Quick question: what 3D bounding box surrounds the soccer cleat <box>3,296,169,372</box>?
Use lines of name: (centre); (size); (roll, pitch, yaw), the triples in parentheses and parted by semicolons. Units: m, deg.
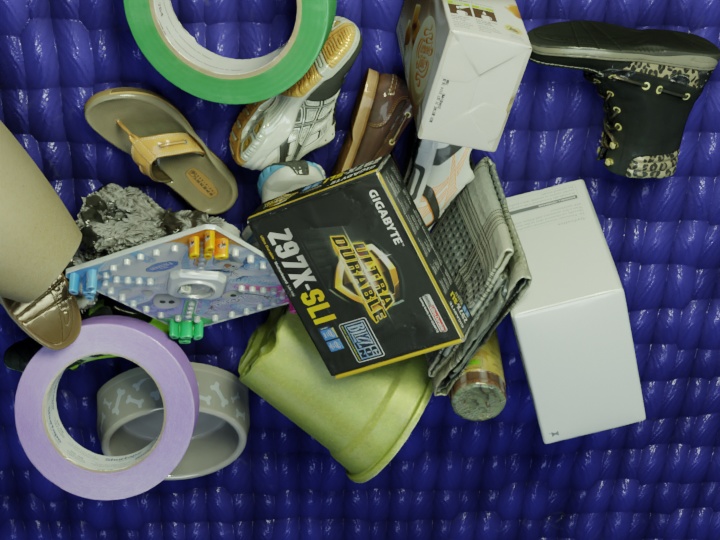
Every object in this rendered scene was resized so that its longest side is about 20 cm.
soccer cleat: (-0.320, 0.073, 1.503); (0.199, 0.068, 0.081); (-8, 120, -6)

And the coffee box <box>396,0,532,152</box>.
coffee box: (0.092, -0.217, 1.205); (0.079, 0.200, 0.115); (9, 128, -12)

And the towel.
towel: (0.107, 0.005, 1.385); (0.034, 0.200, 0.193); (16, 127, -24)

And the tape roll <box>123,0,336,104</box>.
tape roll: (-0.123, -0.260, 1.219); (0.200, 0.048, 0.201); (5, 119, 8)

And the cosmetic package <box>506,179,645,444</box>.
cosmetic package: (0.226, 0.045, 1.426); (0.123, 0.200, 0.200); (-13, 129, 7)

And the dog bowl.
dog bowl: (-0.228, 0.191, 1.572); (0.199, 0.059, 0.200); (-5, 143, -4)

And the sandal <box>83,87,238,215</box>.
sandal: (-0.204, -0.120, 1.355); (0.080, 0.054, 0.200); (-32, 125, 21)

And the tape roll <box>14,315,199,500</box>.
tape roll: (-0.284, 0.154, 1.451); (0.199, 0.066, 0.201); (0, 97, -1)

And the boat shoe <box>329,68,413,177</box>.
boat shoe: (0.010, -0.116, 1.363); (0.070, 0.071, 0.200); (15, 126, -11)

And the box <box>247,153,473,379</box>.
box: (0.000, 0.000, 1.302); (0.159, 0.049, 0.200); (-17, 111, 29)

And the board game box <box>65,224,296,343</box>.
board game box: (-0.175, 0.021, 1.362); (0.199, 0.026, 0.200); (-16, 152, 29)

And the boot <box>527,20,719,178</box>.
boot: (0.259, -0.173, 1.329); (0.203, 0.074, 0.154); (2, 124, -10)

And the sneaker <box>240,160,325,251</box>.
sneaker: (-0.080, -0.039, 1.377); (0.075, 0.087, 0.200); (3, 147, -14)

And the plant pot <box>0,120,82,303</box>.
plant pot: (-0.387, -0.061, 1.287); (0.187, 0.188, 0.200); (-39, 114, 24)

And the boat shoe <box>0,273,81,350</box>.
boat shoe: (-0.378, 0.002, 1.396); (0.072, 0.065, 0.200); (-42, 96, -20)

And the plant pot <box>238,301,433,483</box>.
plant pot: (-0.033, 0.113, 1.485); (0.184, 0.201, 0.200); (32, 121, -13)

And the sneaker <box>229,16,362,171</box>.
sneaker: (-0.051, -0.177, 1.321); (0.087, 0.076, 0.200); (19, 131, -35)

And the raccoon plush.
raccoon plush: (-0.242, -0.004, 1.407); (0.199, 0.097, 0.134); (19, 132, 1)

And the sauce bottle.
sauce bottle: (0.123, 0.078, 1.444); (0.064, 0.200, 0.065); (-2, 130, -2)

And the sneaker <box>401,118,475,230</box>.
sneaker: (0.082, -0.087, 1.391); (0.080, 0.074, 0.200); (7, 128, -12)
